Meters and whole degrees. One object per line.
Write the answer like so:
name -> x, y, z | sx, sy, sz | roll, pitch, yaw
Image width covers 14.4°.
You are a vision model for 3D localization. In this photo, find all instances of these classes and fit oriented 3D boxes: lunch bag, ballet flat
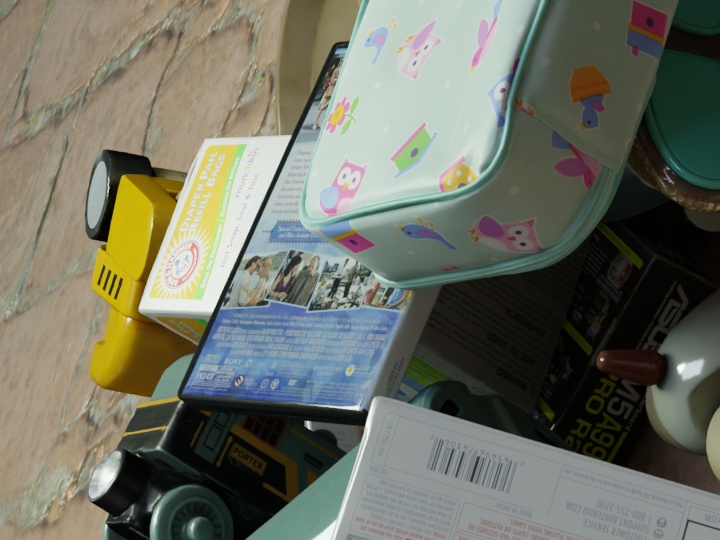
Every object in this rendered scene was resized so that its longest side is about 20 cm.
lunch bag -> 0.057, -0.093, 1.239 | 0.160, 0.077, 0.201 | -15, 49, 52
ballet flat -> 0.139, -0.081, 1.264 | 0.201, 0.070, 0.065 | -87, 17, -46

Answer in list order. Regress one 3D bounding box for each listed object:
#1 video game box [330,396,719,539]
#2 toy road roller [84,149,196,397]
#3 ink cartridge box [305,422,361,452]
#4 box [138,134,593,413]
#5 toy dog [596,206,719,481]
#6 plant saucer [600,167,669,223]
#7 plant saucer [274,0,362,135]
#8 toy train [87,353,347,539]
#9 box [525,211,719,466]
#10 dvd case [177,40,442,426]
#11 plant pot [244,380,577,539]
video game box -> 0.074, 0.166, 1.148 | 0.047, 0.199, 0.183 | 88, -160, -68
toy road roller -> -0.099, 0.016, 1.733 | 0.200, 0.122, 0.147 | -148, 69, -68
ink cartridge box -> -0.063, 0.142, 1.630 | 0.198, 0.047, 0.201 | -41, 49, 47
box -> 0.000, 0.000, 1.429 | 0.199, 0.112, 0.102 | 2, 66, 49
toy dog -> 0.168, -0.001, 1.237 | 0.132, 0.096, 0.201 | -20, 48, 61
plant saucer -> 0.158, -0.111, 1.420 | 0.200, 0.027, 0.201 | -40, 25, 23
plant saucer -> -0.011, -0.098, 1.748 | 0.200, 0.029, 0.201 | 178, 90, -71
toy train -> -0.042, 0.128, 1.453 | 0.085, 0.200, 0.114 | -13, 47, 61
box -> 0.094, 0.037, 1.444 | 0.161, 0.044, 0.200 | -60, 22, 9
dvd case -> -0.002, -0.022, 1.332 | 0.142, 0.018, 0.201 | 1, 62, 51
plant pot -> 0.021, 0.168, 1.293 | 0.196, 0.200, 0.201 | -46, 26, 21
